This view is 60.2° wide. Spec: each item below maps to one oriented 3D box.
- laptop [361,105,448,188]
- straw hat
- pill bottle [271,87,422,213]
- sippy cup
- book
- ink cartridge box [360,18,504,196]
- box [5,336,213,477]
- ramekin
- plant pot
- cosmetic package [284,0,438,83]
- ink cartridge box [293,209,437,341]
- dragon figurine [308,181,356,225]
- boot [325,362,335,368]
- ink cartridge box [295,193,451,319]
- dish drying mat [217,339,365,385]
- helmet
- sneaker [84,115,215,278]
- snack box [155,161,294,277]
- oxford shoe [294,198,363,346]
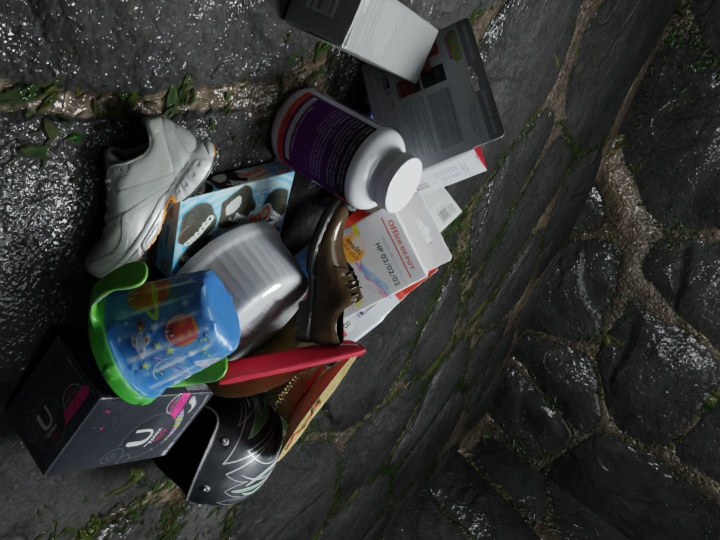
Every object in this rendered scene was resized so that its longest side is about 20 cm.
[{"bbox_3d":[0.081,-0.203,1.073,0.177,0.201,0.103,-43,-171,-25],"label":"laptop"},{"bbox_3d":[-0.093,0.175,0.928,0.202,0.085,0.201,-53,172,-11],"label":"straw hat"},{"bbox_3d":[-0.019,-0.157,0.833,0.112,0.199,0.113,-40,150,-29],"label":"pill bottle"},{"bbox_3d":[-0.210,0.065,0.701,0.129,0.142,0.178,-19,174,5],"label":"sippy cup"},{"bbox_3d":[0.058,-0.134,0.973,0.133,0.201,0.048,-40,-175,-32],"label":"book"},{"bbox_3d":[0.111,-0.231,0.905,0.173,0.203,0.084,-18,161,21],"label":"ink cartridge box"},{"bbox_3d":[-0.305,0.164,0.780,0.123,0.106,0.199,-52,156,10],"label":"box"},{"bbox_3d":[-0.165,0.039,0.857,0.200,0.098,0.201,-39,164,-13],"label":"ramekin"},{"bbox_3d":[-0.151,0.116,0.944,0.199,0.198,0.028,-37,121,-36],"label":"plant pot"},{"bbox_3d":[0.008,-0.318,0.808,0.199,0.106,0.091,2,117,-59],"label":"cosmetic package"},{"bbox_3d":[0.000,0.000,0.966,0.199,0.163,0.050,-38,180,2],"label":"ink cartridge box"},{"bbox_3d":[-0.011,-0.099,1.031,0.059,0.099,0.200,-54,155,-7],"label":"dragon figurine"},{"bbox_3d":[-0.037,0.101,1.269,0.200,0.069,0.176,-11,126,-67],"label":"boot"},{"bbox_3d":[0.022,-0.019,0.898,0.198,0.116,0.068,-28,180,8],"label":"ink cartridge box"},{"bbox_3d":[-0.096,0.120,0.836,0.197,0.077,0.019,-8,96,-19],"label":"dish drying mat"},{"bbox_3d":[-0.214,0.261,0.966,0.200,0.190,0.201,-43,154,-26],"label":"helmet"},{"bbox_3d":[-0.250,-0.083,0.673,0.092,0.076,0.200,35,102,-33],"label":"sneaker"},{"bbox_3d":[-0.178,-0.072,0.833,0.199,0.037,0.117,-26,143,-48],"label":"snack box"},{"bbox_3d":[-0.031,0.005,0.836,0.073,0.083,0.203,-47,146,-70],"label":"oxford shoe"}]
